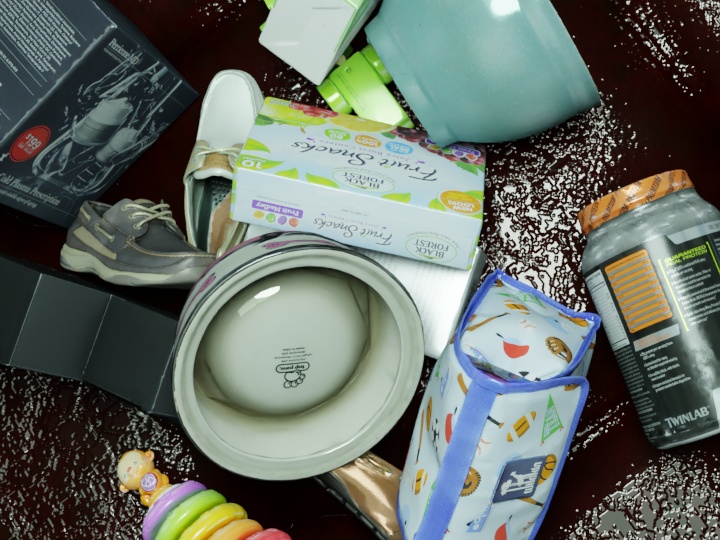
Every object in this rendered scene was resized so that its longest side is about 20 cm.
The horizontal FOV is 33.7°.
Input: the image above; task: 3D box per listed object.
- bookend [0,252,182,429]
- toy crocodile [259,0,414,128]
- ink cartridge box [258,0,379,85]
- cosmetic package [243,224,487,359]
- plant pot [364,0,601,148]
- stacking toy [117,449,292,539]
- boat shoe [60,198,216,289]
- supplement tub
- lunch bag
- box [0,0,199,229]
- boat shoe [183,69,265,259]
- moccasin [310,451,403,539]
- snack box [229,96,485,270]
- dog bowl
[{"bbox_3d":[-0.218,0.062,0.975,0.198,0.198,0.093,18,86,31],"label":"bookend"},{"bbox_3d":[-0.026,-0.194,1.071,0.067,0.062,0.200,-42,82,3],"label":"toy crocodile"},{"bbox_3d":[0.003,-0.267,0.998,0.067,0.117,0.201,34,61,-2],"label":"ink cartridge box"},{"bbox_3d":[0.000,0.000,1.032,0.198,0.071,0.102,20,88,12],"label":"cosmetic package"},{"bbox_3d":[0.087,-0.185,0.976,0.133,0.200,0.202,-32,79,10],"label":"plant pot"},{"bbox_3d":[-0.144,0.224,1.029,0.200,0.110,0.116,41,95,24],"label":"stacking toy"},{"bbox_3d":[-0.197,-0.027,1.033,0.199,0.074,0.074,10,95,42],"label":"boat shoe"},{"bbox_3d":[0.254,0.030,0.954,0.121,0.123,0.202,-21,80,8],"label":"supplement tub"},{"bbox_3d":[0.101,0.118,0.909,0.123,0.200,0.172,22,112,14],"label":"lunch bag"},{"bbox_3d":[-0.265,-0.150,1.035,0.182,0.200,0.104,-46,76,3],"label":"box"},{"bbox_3d":[-0.118,-0.086,1.066,0.074,0.068,0.203,-2,83,10],"label":"boat shoe"},{"bbox_3d":[-0.017,0.148,1.019,0.201,0.074,0.078,39,78,16],"label":"moccasin"},{"bbox_3d":[0.002,-0.075,0.985,0.198,0.143,0.053,12,123,0],"label":"snack box"},{"bbox_3d":[-0.054,0.059,0.925,0.198,0.074,0.202,-8,117,-16],"label":"dog bowl"}]
